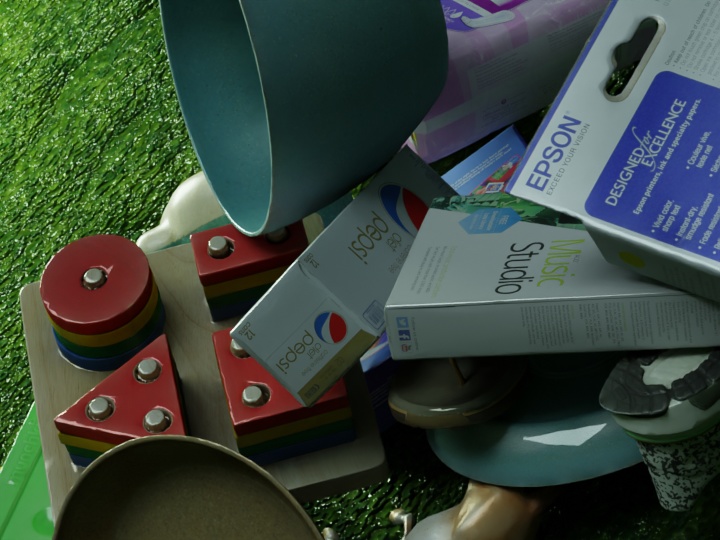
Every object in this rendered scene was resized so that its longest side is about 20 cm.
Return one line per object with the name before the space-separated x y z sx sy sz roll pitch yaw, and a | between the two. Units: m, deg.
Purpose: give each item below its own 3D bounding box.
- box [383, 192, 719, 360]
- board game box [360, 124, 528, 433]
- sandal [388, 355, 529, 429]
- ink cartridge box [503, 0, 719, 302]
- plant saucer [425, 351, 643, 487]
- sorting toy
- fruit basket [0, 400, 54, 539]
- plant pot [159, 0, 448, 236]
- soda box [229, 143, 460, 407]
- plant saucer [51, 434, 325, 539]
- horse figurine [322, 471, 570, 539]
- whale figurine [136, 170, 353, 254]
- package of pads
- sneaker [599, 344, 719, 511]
box | 0.123 -0.003 1.239 0.198 0.037 0.145 -2 25 14
board game box | 0.046 0.010 1.467 0.199 0.045 0.135 -36 33 8
sandal | 0.063 0.022 1.311 0.080 0.054 0.200 -7 31 28
ink cartridge box | 0.205 -0.075 1.173 0.199 0.047 0.198 21 67 26
plant saucer | 0.126 0.049 1.305 0.199 0.028 0.201 -18 28 10
sorting toy | -0.102 0.051 1.390 0.197 0.070 0.201 -14 52 -2
fruit basket | -0.200 0.157 1.466 0.214 0.156 0.217 -11 45 12
plant pot | -0.026 -0.134 1.375 0.134 0.201 0.200 -15 28 -16
soda box | 0.000 0.000 1.341 0.068 0.064 0.200 -46 1 29
plant saucer | -0.083 0.183 1.295 0.199 0.201 0.035 -16 5 32
horse figurine | 0.050 0.148 1.295 0.200 0.050 0.133 -37 25 11
whale figurine | -0.084 -0.012 1.590 0.159 0.104 0.200 -19 -8 -41
package of pads | 0.082 -0.150 1.520 0.199 0.076 0.120 -27 38 -23
sneaker | 0.207 0.060 1.219 0.199 0.089 0.077 -28 29 -31
